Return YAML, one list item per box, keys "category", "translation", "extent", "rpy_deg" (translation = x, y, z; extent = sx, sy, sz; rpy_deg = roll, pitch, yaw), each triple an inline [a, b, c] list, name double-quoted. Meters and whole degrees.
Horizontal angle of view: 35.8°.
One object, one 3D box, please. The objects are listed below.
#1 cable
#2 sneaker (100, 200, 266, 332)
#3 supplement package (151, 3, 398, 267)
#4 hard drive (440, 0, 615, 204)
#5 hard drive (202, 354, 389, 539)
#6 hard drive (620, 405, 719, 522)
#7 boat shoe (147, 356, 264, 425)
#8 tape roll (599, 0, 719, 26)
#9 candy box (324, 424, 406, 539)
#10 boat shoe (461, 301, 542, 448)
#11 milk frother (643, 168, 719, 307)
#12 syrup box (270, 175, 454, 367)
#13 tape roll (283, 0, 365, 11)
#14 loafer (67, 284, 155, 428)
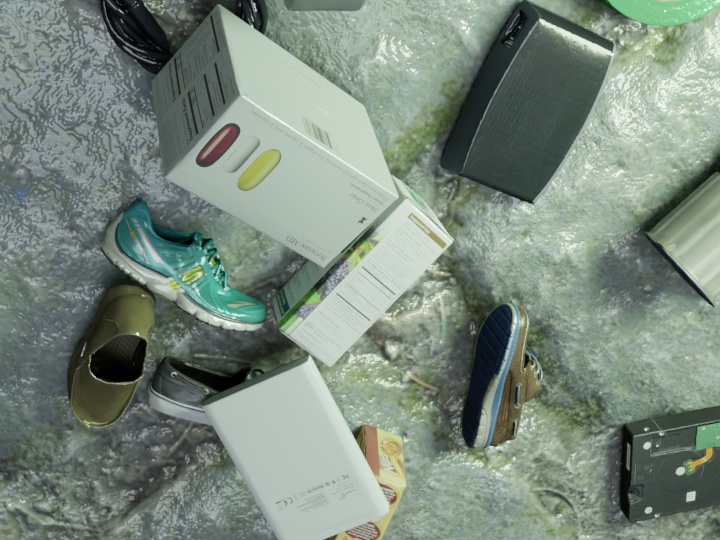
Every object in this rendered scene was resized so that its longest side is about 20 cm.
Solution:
- category: "cable"
  translation: [-0.171, -0.266, 1.070]
  extent: [0.162, 0.051, 0.201]
  rpy_deg: [-3, 116, -14]
- category: "sneaker"
  translation: [-0.177, 0.001, 1.184]
  extent: [0.200, 0.078, 0.080]
  rpy_deg: [34, 94, -24]
- category: "supplement package"
  translation: [-0.084, -0.125, 1.067]
  extent: [0.200, 0.156, 0.111]
  rpy_deg: [29, 119, -36]
- category: "hard drive"
  translation: [0.185, -0.174, 1.201]
  extent: [0.134, 0.042, 0.201]
  rpy_deg: [20, 109, -21]
- category: "hard drive"
  translation: [-0.070, 0.205, 1.227]
  extent: [0.131, 0.026, 0.201]
  rpy_deg: [-24, 105, 12]
- category: "hard drive"
  translation: [0.440, 0.248, 1.461]
  extent: [0.199, 0.038, 0.140]
  rpy_deg: [-9, 116, -8]
- category: "boat shoe"
  translation: [-0.138, 0.138, 1.262]
  extent: [0.199, 0.070, 0.066]
  rpy_deg: [15, 112, -11]
- category: "tape roll"
  translation: [0.317, -0.356, 1.146]
  extent: [0.199, 0.048, 0.201]
  rpy_deg: [-5, 116, -11]
- category: "candy box"
  translation: [-0.009, 0.300, 1.332]
  extent: [0.055, 0.116, 0.201]
  rpy_deg: [21, 109, -9]
- category: "boat shoe"
  translation: [0.175, 0.123, 1.328]
  extent: [0.072, 0.072, 0.201]
  rpy_deg: [0, 124, -18]
- category: "milk frother"
  translation: [0.463, -0.027, 1.249]
  extent: [0.188, 0.200, 0.180]
  rpy_deg: [-44, 120, 9]
- category: "syrup box"
  translation: [0.000, 0.000, 1.219]
  extent: [0.081, 0.079, 0.200]
  rpy_deg: [39, 101, -25]
- category: "tape roll"
  translation: [-0.034, -0.333, 0.988]
  extent: [0.066, 0.200, 0.201]
  rpy_deg: [-3, 115, -10]
- category: "loafer"
  translation: [-0.271, 0.104, 1.194]
  extent: [0.076, 0.068, 0.200]
  rpy_deg: [11, 126, -17]
